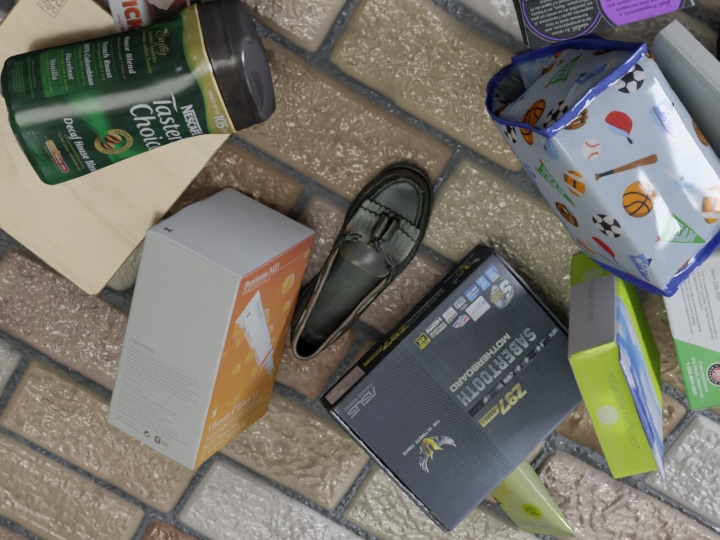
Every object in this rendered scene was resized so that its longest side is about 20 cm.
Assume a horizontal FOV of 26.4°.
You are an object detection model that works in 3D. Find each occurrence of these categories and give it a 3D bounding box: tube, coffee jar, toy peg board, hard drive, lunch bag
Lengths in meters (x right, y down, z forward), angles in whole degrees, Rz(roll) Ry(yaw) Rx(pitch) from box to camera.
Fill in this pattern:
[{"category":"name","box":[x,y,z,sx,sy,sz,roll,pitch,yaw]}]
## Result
[{"category":"tube","box":[0.122,0.171,1.404,0.052,0.058,0.200,-32,109,11]},{"category":"coffee jar","box":[-0.170,-0.140,1.197,0.200,0.085,0.104,-16,142,3]},{"category":"toy peg board","box":[-0.238,-0.123,1.303,0.200,0.098,0.199,39,101,-12]},{"category":"hard drive","box":[0.291,-0.086,1.161,0.026,0.132,0.200,-37,72,-9]},{"category":"lunch bag","box":[0.188,-0.089,1.190,0.124,0.200,0.170,-39,107,-8]}]

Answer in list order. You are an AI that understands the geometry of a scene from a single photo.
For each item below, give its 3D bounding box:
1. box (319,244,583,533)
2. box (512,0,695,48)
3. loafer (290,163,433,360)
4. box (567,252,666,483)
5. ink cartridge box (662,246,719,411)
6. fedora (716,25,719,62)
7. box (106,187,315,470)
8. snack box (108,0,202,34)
[{"category":"box","box":[0.089,0.102,1.328,0.200,0.051,0.158,-43,106,-4]},{"category":"box","box":[0.166,-0.252,1.095,0.122,0.200,0.106,-13,114,15]},{"category":"loafer","box":[0.000,0.000,1.330,0.072,0.063,0.200,30,118,-6]},{"category":"box","box":[0.210,0.076,1.257,0.048,0.200,0.122,-17,113,17]},{"category":"ink cartridge box","box":[0.356,0.021,1.271,0.200,0.084,0.146,-11,115,14]},{"category":"fedora","box":[0.349,-0.134,1.137,0.200,0.092,0.201,13,122,21]},{"category":"box","box":[-0.130,0.049,1.329,0.097,0.124,0.200,27,120,19]},{"category":"snack box","box":[-0.165,-0.249,1.155,0.072,0.024,0.200,-11,140,-3]}]
